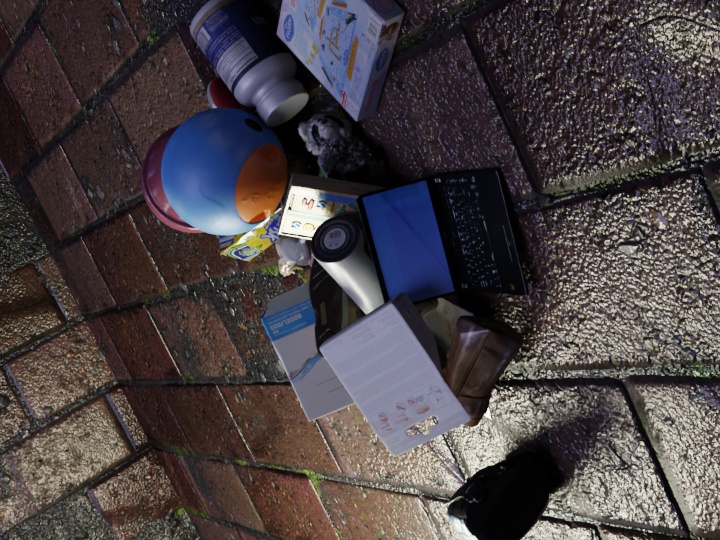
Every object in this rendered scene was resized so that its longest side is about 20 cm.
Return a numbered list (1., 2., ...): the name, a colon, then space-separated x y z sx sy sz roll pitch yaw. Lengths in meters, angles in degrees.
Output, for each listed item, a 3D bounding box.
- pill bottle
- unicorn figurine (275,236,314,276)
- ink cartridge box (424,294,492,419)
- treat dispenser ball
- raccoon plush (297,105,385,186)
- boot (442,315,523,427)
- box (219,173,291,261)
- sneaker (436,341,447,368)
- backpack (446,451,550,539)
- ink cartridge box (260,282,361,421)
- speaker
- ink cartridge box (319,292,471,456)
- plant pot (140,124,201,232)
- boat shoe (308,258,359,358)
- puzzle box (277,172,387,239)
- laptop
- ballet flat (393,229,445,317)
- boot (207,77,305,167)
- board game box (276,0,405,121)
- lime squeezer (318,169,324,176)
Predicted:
1. pill bottle: -0.169 -0.329 1.592 0.200 0.111 0.111 54 152 10
2. unicorn figurine: -0.114 -0.048 1.797 0.200 0.074 0.138 -147 54 -69
3. ink cartridge box: 0.143 0.109 1.564 0.176 0.045 0.201 26 138 47
4. treat dispenser ball: -0.216 -0.157 1.612 0.201 0.201 0.201 39 146 34
5. raccoon plush: -0.039 -0.154 1.573 0.134 0.097 0.200 52 152 31
6. boot: 0.121 0.125 1.464 0.186 0.064 0.200 18 134 2
7. box: -0.166 -0.091 1.747 0.200 0.064 0.070 -33 55 43
8. sneaker: 0.053 0.135 1.599 0.200 0.087 0.075 20 133 53
9. backpack: 0.211 0.370 1.591 0.154 0.163 0.200 48 160 -10
10. ink cartridge box: -0.061 0.128 1.754 0.147 0.144 0.201 -87 -27 -78
11. speaker: 0.000 0.000 1.547 0.081 0.081 0.200 37 172 36
12. ink cartridge box: 0.055 0.153 1.468 0.160 0.047 0.200 -33 93 36
13. plant pot: -0.287 -0.176 1.794 0.200 0.200 0.179 60 166 0
14. boat shoe: -0.035 0.055 1.625 0.071 0.076 0.201 -17 62 35
15. puzzle box: -0.017 -0.083 1.517 0.133 0.199 0.026 112 164 -57
16. laptop: 0.110 -0.037 1.393 0.200 0.103 0.178 3 113 55
17. ballet flat: 0.088 0.021 1.486 0.074 0.074 0.201 26 111 46
18. boot: -0.171 -0.264 1.704 0.200 0.072 0.144 51 151 0
19. board game box: -0.034 -0.346 1.427 0.200 0.041 0.200 50 151 18
20. lime squeezer: -0.035 -0.123 1.660 0.070 0.038 0.201 -18 101 30
